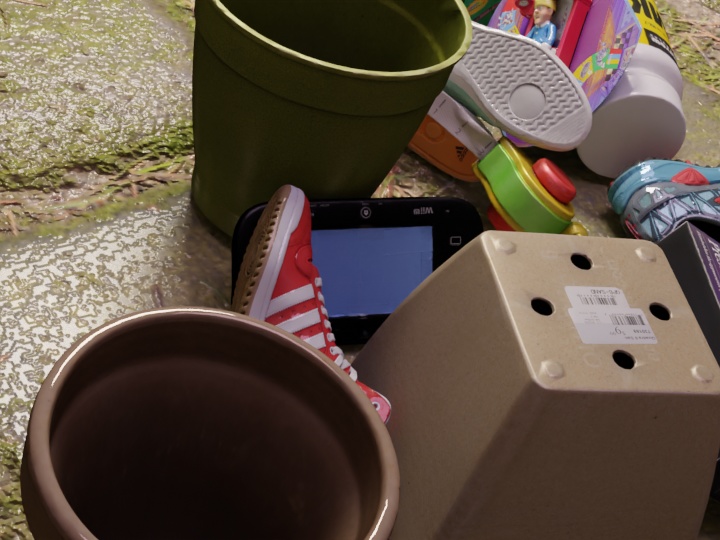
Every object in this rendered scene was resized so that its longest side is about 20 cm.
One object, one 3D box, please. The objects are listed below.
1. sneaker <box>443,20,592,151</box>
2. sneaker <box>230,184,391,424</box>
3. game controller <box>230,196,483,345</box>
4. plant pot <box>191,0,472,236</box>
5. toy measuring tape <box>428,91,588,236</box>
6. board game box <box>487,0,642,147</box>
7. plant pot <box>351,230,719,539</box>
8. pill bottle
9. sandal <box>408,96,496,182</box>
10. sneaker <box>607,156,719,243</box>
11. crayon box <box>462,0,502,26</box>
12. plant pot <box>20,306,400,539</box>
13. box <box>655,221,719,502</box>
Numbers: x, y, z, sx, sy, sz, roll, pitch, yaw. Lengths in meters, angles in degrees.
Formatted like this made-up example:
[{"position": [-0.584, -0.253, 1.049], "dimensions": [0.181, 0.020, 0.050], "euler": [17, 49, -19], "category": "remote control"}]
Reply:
[{"position": [0.116, -0.154, 1.335], "dimensions": [0.200, 0.118, 0.074], "euler": [36, 87, 21], "category": "sneaker"}, {"position": [-0.030, 0.048, 1.054], "dimensions": [0.112, 0.071, 0.200], "euler": [14, 74, -12], "category": "sneaker"}, {"position": [0.000, 0.000, 1.141], "dimensions": [0.200, 0.104, 0.042], "euler": [-3, 15, -26], "category": "game controller"}, {"position": [-0.043, -0.124, 1.169], "dimensions": [0.200, 0.193, 0.200], "euler": [13, 38, -10], "category": "plant pot"}, {"position": [0.109, -0.078, 1.259], "dimensions": [0.200, 0.074, 0.074], "euler": [41, 38, -17], "category": "toy measuring tape"}, {"position": [0.154, -0.204, 1.374], "dimensions": [0.039, 0.158, 0.200], "euler": [26, 34, -35], "category": "board game box"}, {"position": [0.125, 0.083, 1.042], "dimensions": [0.199, 0.177, 0.200], "euler": [3, 44, -21], "category": "plant pot"}, {"position": [0.222, -0.181, 1.416], "dimensions": [0.114, 0.114, 0.200], "euler": [9, 43, -15], "category": "pill bottle"}, {"position": [0.019, -0.136, 1.303], "dimensions": [0.207, 0.079, 0.059], "euler": [34, 40, 10], "category": "sandal"}, {"position": [0.309, -0.038, 1.343], "dimensions": [0.200, 0.079, 0.096], "euler": [-2, 56, -14], "category": "sneaker"}, {"position": [0.117, -0.297, 1.533], "dimensions": [0.200, 0.058, 0.119], "euler": [-24, 59, -40], "category": "crayon box"}, {"position": [-0.096, 0.150, 0.874], "dimensions": [0.200, 0.175, 0.200], "euler": [12, 41, -11], "category": "plant pot"}, {"position": [0.277, 0.081, 1.151], "dimensions": [0.141, 0.079, 0.200], "euler": [32, 32, -35], "category": "box"}]
